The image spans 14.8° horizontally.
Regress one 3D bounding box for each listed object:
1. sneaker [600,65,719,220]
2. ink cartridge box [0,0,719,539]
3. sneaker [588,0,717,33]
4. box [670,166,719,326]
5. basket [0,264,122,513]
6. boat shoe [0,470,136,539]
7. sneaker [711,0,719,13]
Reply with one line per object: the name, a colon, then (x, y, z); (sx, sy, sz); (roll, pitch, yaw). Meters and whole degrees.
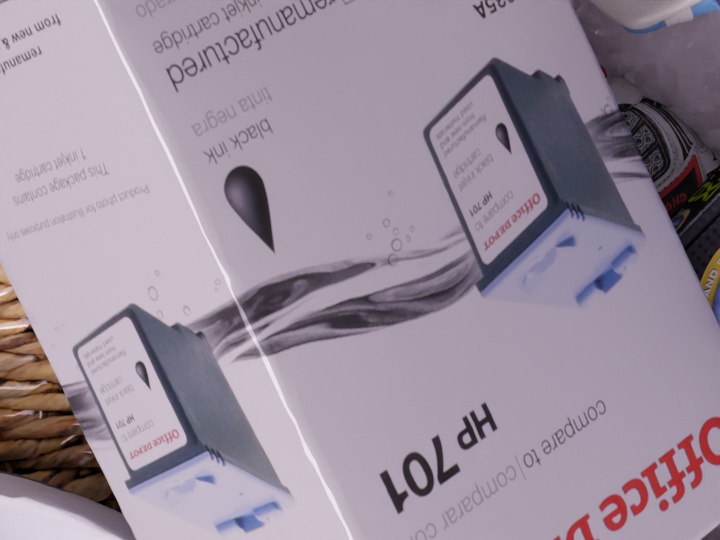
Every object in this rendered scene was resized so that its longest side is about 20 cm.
sneaker: (0.043, 0.036, 0.830); (0.082, 0.078, 0.200); (28, 112, 2)
ink cartridge box: (0.000, 0.000, 0.694); (0.086, 0.146, 0.200); (-19, 100, 49)
sneaker: (0.092, -0.133, 0.714); (0.072, 0.072, 0.200); (33, 154, 20)
box: (0.189, 0.023, 0.777); (0.160, 0.044, 0.200); (-45, 94, -3)
basket: (-0.140, -0.005, 0.822); (0.199, 0.143, 0.149); (-5, 112, 18)
boat shoe: (-0.122, 0.073, 0.740); (0.199, 0.057, 0.069); (14, 108, 10)
sneaker: (0.138, -0.028, 0.656); (0.200, 0.078, 0.066); (58, 138, 34)
